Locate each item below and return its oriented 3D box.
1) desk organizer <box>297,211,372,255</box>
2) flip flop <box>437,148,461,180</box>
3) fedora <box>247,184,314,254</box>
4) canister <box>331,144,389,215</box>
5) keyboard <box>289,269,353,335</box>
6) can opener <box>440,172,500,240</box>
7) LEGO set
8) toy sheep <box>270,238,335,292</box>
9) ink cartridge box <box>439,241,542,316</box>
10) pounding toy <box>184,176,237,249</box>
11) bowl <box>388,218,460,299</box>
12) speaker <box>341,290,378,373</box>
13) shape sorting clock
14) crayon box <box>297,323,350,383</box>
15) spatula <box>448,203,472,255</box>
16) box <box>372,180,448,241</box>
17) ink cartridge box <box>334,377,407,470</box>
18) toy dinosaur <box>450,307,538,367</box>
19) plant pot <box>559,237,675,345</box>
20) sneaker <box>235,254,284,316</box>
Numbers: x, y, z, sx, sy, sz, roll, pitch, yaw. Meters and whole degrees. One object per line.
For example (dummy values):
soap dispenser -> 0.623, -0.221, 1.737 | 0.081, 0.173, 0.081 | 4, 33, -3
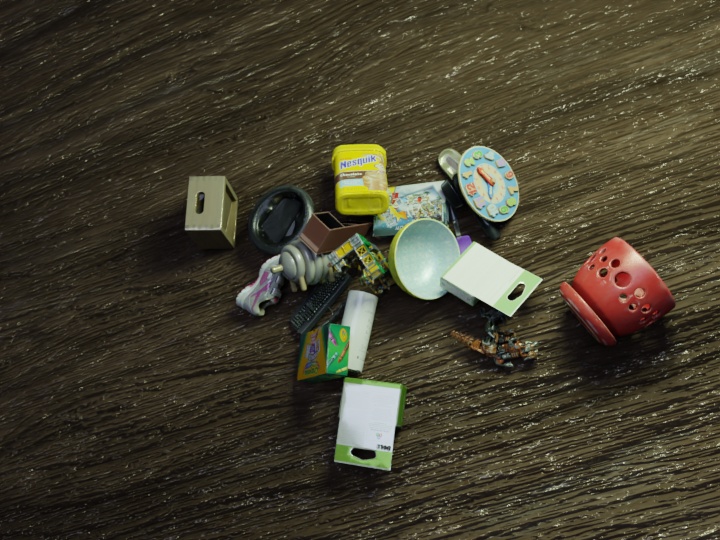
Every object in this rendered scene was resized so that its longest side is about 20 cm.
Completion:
desk organizer -> -0.060, -0.104, 1.719 | 0.072, 0.200, 0.077 | 44, 119, 20
flip flop -> 0.280, -0.250, 1.750 | 0.081, 0.058, 0.200 | -43, 71, 0
fedora -> -0.205, -0.129, 1.833 | 0.199, 0.092, 0.202 | -5, 75, 17
canister -> 0.000, -0.237, 1.759 | 0.148, 0.087, 0.201 | -2, 46, -3
keyboard -> -0.094, 0.088, 1.760 | 0.200, 0.021, 0.127 | -50, 53, -3
can opener -> 0.291, -0.162, 1.706 | 0.079, 0.063, 0.200 | -40, 87, 33
LEGO set -> 0.000, 0.000, 1.688 | 0.116, 0.200, 0.154 | -37, 80, 11
toy sheep -> -0.142, -0.019, 1.729 | 0.138, 0.199, 0.139 | 21, 119, 44
ink cartridge box -> 0.312, 0.029, 1.617 | 0.200, 0.048, 0.145 | 33, 60, 26
pounding toy -> -0.429, -0.174, 1.877 | 0.141, 0.184, 0.201 | -1, 73, 3
bowl -> 0.141, -0.028, 1.683 | 0.108, 0.199, 0.201 | -2, 67, 60
speaker -> -0.013, 0.154, 1.699 | 0.081, 0.081, 0.201 | 9, 77, 18
shape sorting clock -> 0.323, -0.218, 1.678 | 0.199, 0.039, 0.201 | 8, 72, -27
crayon box -> -0.092, 0.207, 1.650 | 0.058, 0.200, 0.120 | 10, 72, -23
spatula -> 0.247, -0.118, 1.740 | 0.056, 0.021, 0.201 | -16, 69, 10
box -> 0.132, -0.155, 1.765 | 0.199, 0.038, 0.137 | -4, 73, 21
ink cartridge box -> 0.024, 0.370, 1.626 | 0.147, 0.076, 0.201 | 4, 76, 16
toy dinosaur -> 0.321, 0.161, 1.601 | 0.199, 0.102, 0.137 | 5, 91, -5
plant pot -> 0.567, 0.058, 1.506 | 0.182, 0.200, 0.201 | -41, 67, 9
sneaker -> -0.239, 0.043, 1.803 | 0.088, 0.081, 0.200 | 42, 96, 21
